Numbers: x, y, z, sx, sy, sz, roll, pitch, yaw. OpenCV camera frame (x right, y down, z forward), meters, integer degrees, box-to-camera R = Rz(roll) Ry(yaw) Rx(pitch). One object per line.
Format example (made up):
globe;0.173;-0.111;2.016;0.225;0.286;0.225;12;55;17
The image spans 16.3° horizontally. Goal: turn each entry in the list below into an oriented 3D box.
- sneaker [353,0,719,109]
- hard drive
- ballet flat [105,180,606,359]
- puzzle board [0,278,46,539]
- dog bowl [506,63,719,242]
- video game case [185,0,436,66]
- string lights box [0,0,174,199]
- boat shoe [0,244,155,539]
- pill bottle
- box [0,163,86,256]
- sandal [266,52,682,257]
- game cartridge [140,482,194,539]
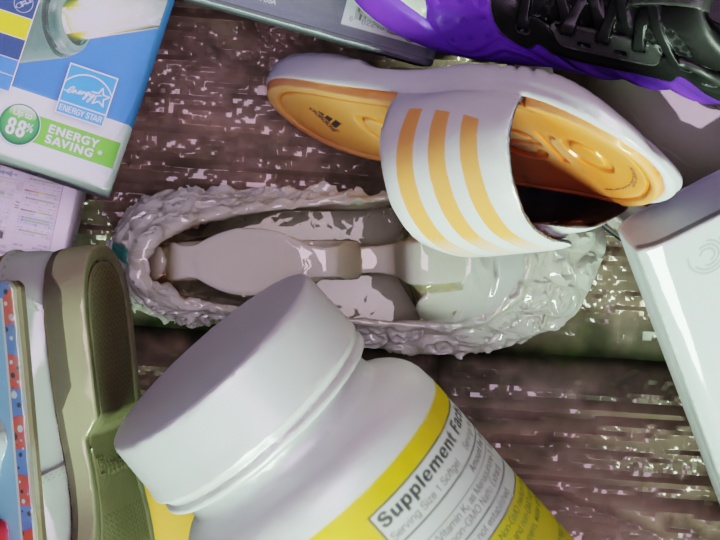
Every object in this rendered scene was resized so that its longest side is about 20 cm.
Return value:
sneaker;0.095;-0.100;0.888;0.200;0.100;0.070;11;92;-8
hard drive;0.187;0.035;0.951;0.132;0.026;0.200;-27;124;-4
ballet flat;0.000;0.000;0.978;0.199;0.072;0.072;-1;88;-4
puzzle board;-0.177;0.108;0.919;0.150;0.017;0.201;-5;89;30
dog bowl;0.151;-0.091;0.985;0.200;0.074;0.201;0;87;-3
video game case;-0.016;-0.189;0.918;0.143;0.019;0.200;14;91;-14
string lights box;-0.112;-0.138;0.947;0.103;0.059;0.200;18;87;-5
boat shoe;-0.120;0.092;0.940;0.068;0.075;0.201;-4;84;15
pill bottle;0.009;0.105;0.932;0.114;0.114;0.200;-42;101;-4
box;-0.175;-0.058;0.988;0.144;0.036;0.201;13;86;-2
sandal;0.031;-0.034;0.922;0.079;0.206;0.059;38;72;-36
game cartridge;-0.143;0.165;0.980;0.176;0.032;0.200;19;85;-2
